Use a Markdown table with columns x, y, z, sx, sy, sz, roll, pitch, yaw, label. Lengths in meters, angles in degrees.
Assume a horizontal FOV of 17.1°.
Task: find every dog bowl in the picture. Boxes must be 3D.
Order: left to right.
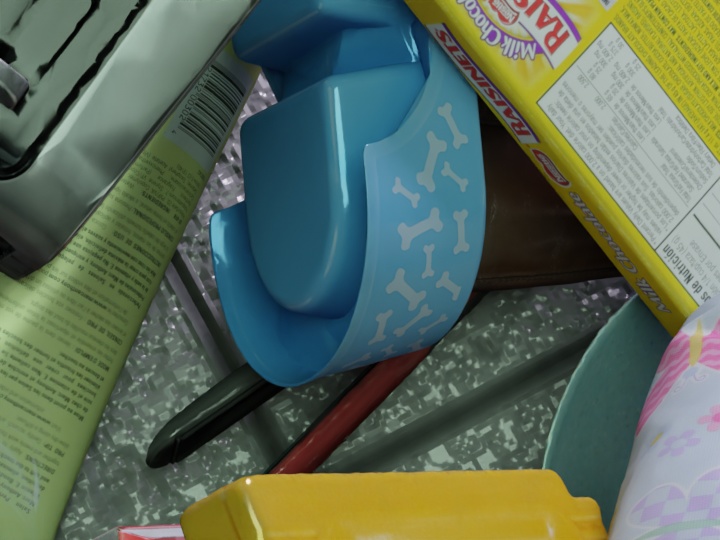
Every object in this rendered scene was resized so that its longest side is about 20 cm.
| x | y | z | sx | sy | sz | roll | pitch | yaw | label |
| --- | --- | --- | --- | --- | --- | --- | --- | --- | --- |
| -0.007 | -0.064 | 0.762 | 0.049 | 0.111 | 0.201 | -1 | 81 | -28 | dog bowl |

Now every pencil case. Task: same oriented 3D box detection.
| x | y | z | sx | sy | sz | roll | pitch | yaw | label |
| --- | --- | --- | --- | --- | --- | --- | --- | --- | --- |
| 0.114 | 0.081 | 0.661 | 0.090 | 0.200 | 0.083 | -8 | 116 | 23 | pencil case |

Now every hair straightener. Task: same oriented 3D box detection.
| x | y | z | sx | sy | sz | roll | pitch | yaw | label |
| --- | --- | --- | --- | --- | --- | --- | --- | --- | --- |
| 0.000 | 0.000 | 0.818 | 0.077 | 0.041 | 0.200 | 44 | 76 | 8 | hair straightener |

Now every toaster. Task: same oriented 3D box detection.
| x | y | z | sx | sy | sz | roll | pitch | yaw | label |
| --- | --- | --- | --- | --- | --- | --- | --- | --- | --- |
| -0.134 | -0.097 | 0.713 | 0.181 | 0.200 | 0.119 | 38 | 81 | -9 | toaster |

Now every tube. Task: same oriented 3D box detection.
| x | y | z | sx | sy | sz | roll | pitch | yaw | label |
| --- | --- | --- | --- | --- | --- | --- | --- | --- | --- |
| -0.098 | -0.001 | 0.809 | 0.058 | 0.052 | 0.200 | 20 | 74 | 20 | tube |

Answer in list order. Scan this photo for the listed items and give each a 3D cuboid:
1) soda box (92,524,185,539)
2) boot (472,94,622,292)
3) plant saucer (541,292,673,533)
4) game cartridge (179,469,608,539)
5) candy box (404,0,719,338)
| x | y | z | sx | sy | sz | roll | pitch | yaw | label |
| --- | --- | --- | --- | --- | --- | --- | --- | --- | --- |
| -0.074 | 0.123 | 0.695 | 0.063 | 0.200 | 0.070 | 1 | 73 | -27 | soda box |
| 0.109 | -0.082 | 0.820 | 0.199 | 0.064 | 0.187 | 2 | 77 | -14 | boot |
| 0.146 | 0.089 | 0.792 | 0.200 | 0.039 | 0.202 | 3 | 79 | -16 | plant saucer |
| 0.045 | 0.146 | 0.613 | 0.032 | 0.176 | 0.200 | -28 | 72 | 28 | game cartridge |
| 0.091 | -0.065 | 0.743 | 0.102 | 0.026 | 0.200 | -46 | 111 | -16 | candy box |
